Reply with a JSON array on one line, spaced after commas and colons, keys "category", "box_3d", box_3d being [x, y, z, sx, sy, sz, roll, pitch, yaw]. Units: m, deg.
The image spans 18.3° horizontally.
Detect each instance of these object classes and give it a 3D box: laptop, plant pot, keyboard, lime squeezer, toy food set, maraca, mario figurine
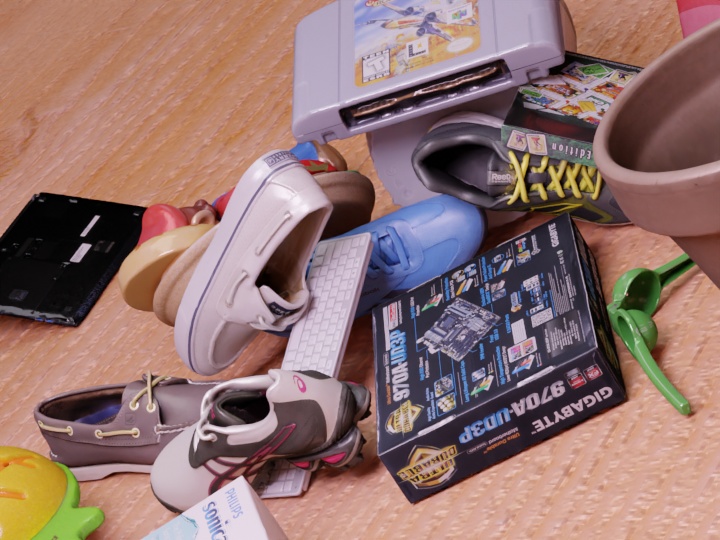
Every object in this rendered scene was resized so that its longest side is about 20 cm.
[{"category": "laptop", "box_3d": [-0.306, 0.018, 2.081, 0.200, 0.103, 0.177, 8, 40, 19]}, {"category": "plant pot", "box_3d": [0.262, -0.046, 1.309, 0.200, 0.175, 0.200, -27, 25, 13]}, {"category": "keyboard", "box_3d": [-0.035, 0.066, 1.565, 0.056, 0.011, 0.200, -6, 59, 41]}, {"category": "lime squeezer", "box_3d": [0.192, 0.032, 1.434, 0.071, 0.038, 0.200, 10, 37, 12]}, {"category": "toy food set", "box_3d": [-0.077, -0.018, 1.706, 0.200, 0.049, 0.198, -36, -19, 11]}, {"category": "maraca", "box_3d": [-0.252, 0.185, 1.575, 0.137, 0.107, 0.200, -39, 25, -17]}, {"category": "mario figurine", "box_3d": [-0.094, -0.024, 1.827, 0.200, 0.124, 0.106, -34, 49, -30]}]

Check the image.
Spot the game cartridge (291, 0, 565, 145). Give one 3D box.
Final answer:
[{"category": "game cartridge", "box_3d": [0.045, -0.165, 1.599, 0.200, 0.042, 0.133, -17, 45, 14]}]

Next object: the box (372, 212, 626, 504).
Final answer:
[{"category": "box", "box_3d": [0.087, 0.053, 1.490, 0.159, 0.046, 0.200, -27, 24, 12]}]

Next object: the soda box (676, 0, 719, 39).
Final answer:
[{"category": "soda box", "box_3d": [0.315, -0.170, 1.595, 0.063, 0.070, 0.200, -21, 16, -27]}]

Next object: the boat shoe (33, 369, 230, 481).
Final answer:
[{"category": "boat shoe", "box_3d": [-0.161, 0.109, 1.668, 0.200, 0.060, 0.072, -12, 30, 38]}]

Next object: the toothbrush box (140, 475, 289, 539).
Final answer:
[{"category": "toothbrush box", "box_3d": [-0.122, 0.234, 1.351, 0.200, 0.085, 0.146, -33, 23, -1]}]

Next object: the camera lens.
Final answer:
[{"category": "camera lens", "box_3d": [0.086, -0.141, 1.721, 0.160, 0.160, 0.200, -24, 25, 18]}]

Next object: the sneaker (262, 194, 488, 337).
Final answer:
[{"category": "sneaker", "box_3d": [0.000, 0.000, 1.640, 0.200, 0.066, 0.078, -24, -9, 26]}]

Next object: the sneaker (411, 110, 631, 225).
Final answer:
[{"category": "sneaker", "box_3d": [0.127, -0.064, 1.566, 0.200, 0.075, 0.085, 6, 17, 22]}]

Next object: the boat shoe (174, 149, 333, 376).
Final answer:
[{"category": "boat shoe", "box_3d": [-0.071, 0.010, 1.584, 0.071, 0.070, 0.200, -16, -38, -46]}]

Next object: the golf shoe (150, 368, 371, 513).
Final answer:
[{"category": "golf shoe", "box_3d": [-0.084, 0.107, 1.513, 0.200, 0.088, 0.077, -25, 48, 38]}]

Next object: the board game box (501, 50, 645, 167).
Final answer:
[{"category": "board game box", "box_3d": [0.205, -0.100, 1.537, 0.200, 0.023, 0.105, 14, 39, 12]}]
